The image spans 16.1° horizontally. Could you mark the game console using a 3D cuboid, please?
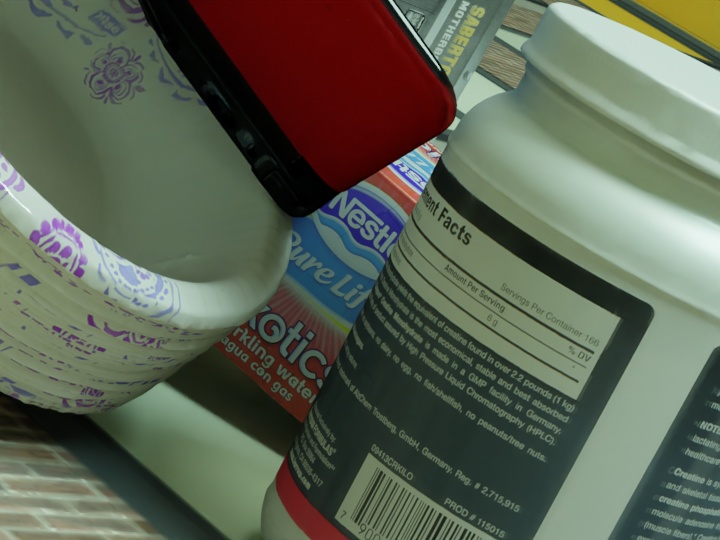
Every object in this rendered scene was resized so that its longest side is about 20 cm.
[{"bbox_3d":[-0.029,-0.132,0.848,0.200,0.119,0.172,54,35,-4],"label":"game console"}]

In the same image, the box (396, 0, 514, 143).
[{"bbox_3d":[-0.008,-0.129,1.297,0.158,0.200,0.048,15,21,-42],"label":"box"}]

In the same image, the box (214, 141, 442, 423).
[{"bbox_3d":[0.000,0.000,0.966,0.200,0.096,0.100,41,15,9],"label":"box"}]

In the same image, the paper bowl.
[{"bbox_3d":[-0.124,-0.044,0.841,0.201,0.104,0.201,43,26,-27],"label":"paper bowl"}]

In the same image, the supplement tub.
[{"bbox_3d":[0.068,0.032,0.811,0.140,0.200,0.140,26,12,-6],"label":"supplement tub"}]
